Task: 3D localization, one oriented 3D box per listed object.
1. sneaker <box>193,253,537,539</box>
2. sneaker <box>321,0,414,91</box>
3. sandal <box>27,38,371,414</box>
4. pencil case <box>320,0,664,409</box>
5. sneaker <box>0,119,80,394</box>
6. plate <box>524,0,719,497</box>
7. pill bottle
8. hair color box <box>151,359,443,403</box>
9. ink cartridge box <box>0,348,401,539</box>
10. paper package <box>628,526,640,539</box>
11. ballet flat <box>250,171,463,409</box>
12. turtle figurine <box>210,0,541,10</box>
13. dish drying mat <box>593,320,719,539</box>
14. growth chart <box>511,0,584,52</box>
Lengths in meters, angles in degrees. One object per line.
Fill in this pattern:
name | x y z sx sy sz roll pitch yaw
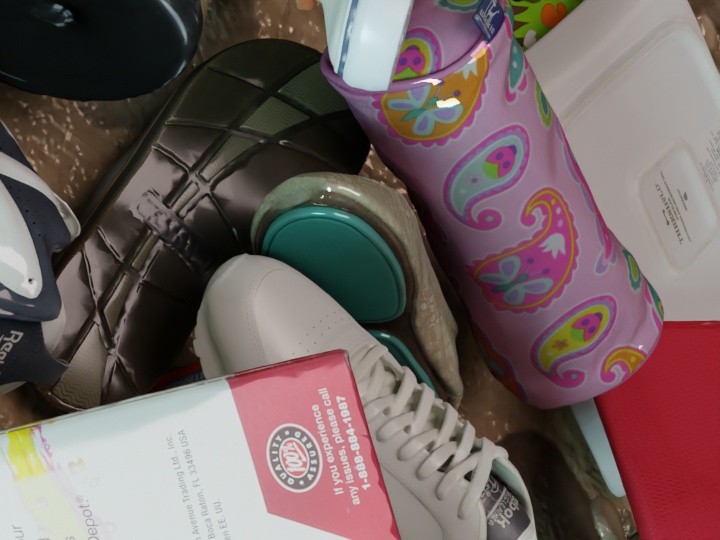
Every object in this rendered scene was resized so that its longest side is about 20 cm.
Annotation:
sneaker | 0.016 0.072 1.088 0.200 0.080 0.076 54 49 -11
sneaker | -0.012 -0.141 1.115 0.071 0.073 0.200 9 38 -7
sandal | -0.073 -0.018 1.149 0.082 0.055 0.200 45 63 -18
pencil case | 0.059 -0.036 1.188 0.200 0.087 0.088 61 42 -35
sneaker | -0.167 0.015 1.024 0.130 0.079 0.199 42 40 -13
plate | 0.138 -0.028 1.342 0.200 0.032 0.200 -42 112 -44
pill bottle | -0.097 -0.176 1.101 0.112 0.112 0.200 31 57 -31
hair color box | -0.026 0.141 1.123 0.111 0.064 0.201 16 66 -37
ink cartridge box | -0.097 0.128 0.964 0.200 0.145 0.146 -12 82 -23
paper package | 0.147 0.231 1.224 0.191 0.103 0.200 -35 101 -44
ballet flat | 0.000 0.000 1.153 0.200 0.067 0.062 70 24 -58
turtle figurine | 0.006 -0.151 1.241 0.161 0.064 0.200 42 56 -24
dish drying mat | 0.149 0.096 1.216 0.077 0.018 0.200 1 43 -16
growth chart | 0.070 -0.105 1.335 0.200 0.018 0.145 -39 102 -45
